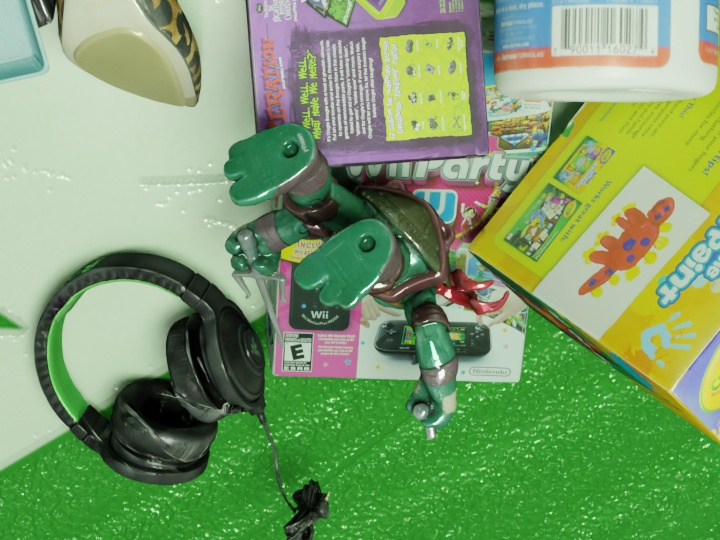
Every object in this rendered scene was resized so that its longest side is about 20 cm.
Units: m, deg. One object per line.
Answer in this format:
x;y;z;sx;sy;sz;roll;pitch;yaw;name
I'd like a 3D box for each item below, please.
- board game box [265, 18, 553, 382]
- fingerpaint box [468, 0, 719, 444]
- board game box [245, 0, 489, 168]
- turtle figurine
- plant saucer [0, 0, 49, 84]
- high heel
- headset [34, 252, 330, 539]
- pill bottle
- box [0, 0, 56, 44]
0.024;-0.040;0.949;0.146;0.064;0.202;1;115;-5;board game box
0.181;-0.037;0.869;0.200;0.167;0.073;-51;133;-2;fingerpaint box
-0.001;-0.154;0.860;0.119;0.032;0.202;-4;91;-8;board game box
0.000;0.000;0.863;0.149;0.200;0.101;32;82;22;turtle figurine
-0.212;-0.185;0.829;0.069;0.019;0.201;-13;117;-2;plant saucer
-0.123;-0.182;0.877;0.071;0.144;0.200;-2;155;25;high heel
-0.101;0.081;0.978;0.200;0.094;0.124;38;113;-7;headset
0.121;-0.186;0.830;0.111;0.112;0.202;1;92;-5;pill bottle
-0.279;-0.166;0.866;0.199;0.049;0.162;-21;118;4;box
